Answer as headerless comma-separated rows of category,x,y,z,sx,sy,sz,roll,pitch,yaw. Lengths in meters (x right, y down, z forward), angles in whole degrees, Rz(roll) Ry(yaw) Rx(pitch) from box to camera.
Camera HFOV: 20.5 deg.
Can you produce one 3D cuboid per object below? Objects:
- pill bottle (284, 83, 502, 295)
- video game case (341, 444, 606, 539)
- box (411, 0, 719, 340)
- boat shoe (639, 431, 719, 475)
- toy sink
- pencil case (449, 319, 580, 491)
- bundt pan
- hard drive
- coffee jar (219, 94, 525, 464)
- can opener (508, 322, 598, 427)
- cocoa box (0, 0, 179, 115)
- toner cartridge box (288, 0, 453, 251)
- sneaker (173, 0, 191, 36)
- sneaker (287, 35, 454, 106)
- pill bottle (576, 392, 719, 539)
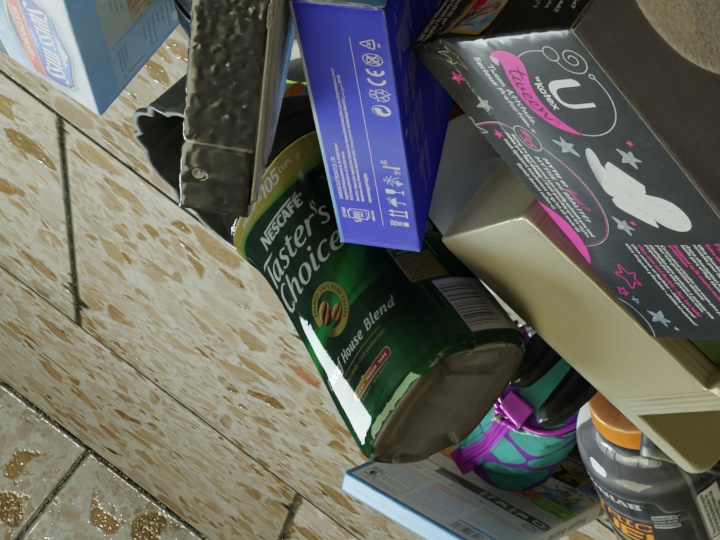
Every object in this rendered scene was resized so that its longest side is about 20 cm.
pill bottle,0.035,-0.050,1.199,0.199,0.112,0.112,22,156,39
video game case,0.101,0.165,1.518,0.143,0.200,0.018,26,116,32
box,0.146,-0.079,0.881,0.200,0.132,0.114,48,156,-27
boat shoe,0.252,0.118,1.184,0.200,0.066,0.072,24,-178,-17
toy sink,0.167,-0.003,1.028,0.200,0.131,0.112,43,161,-13
pencil case,0.120,0.099,1.421,0.085,0.092,0.200,58,168,14
bundt pan,-0.059,-0.070,1.386,0.201,0.076,0.202,35,162,13
hard drive,-0.044,-0.142,0.833,0.038,0.140,0.201,8,132,0
coffee jar,0.000,0.000,1.090,0.200,0.085,0.105,56,132,31
can opener,0.131,0.041,1.158,0.063,0.079,0.200,41,-153,-1
cocoa box,-0.176,-0.213,1.174,0.131,0.134,0.200,34,162,14
toner cartridge box,0.009,-0.099,0.907,0.043,0.095,0.200,6,151,10
sneaker,-0.025,-0.140,1.160,0.202,0.077,0.146,31,165,9
sneaker,0.018,-0.109,1.032,0.199,0.072,0.083,-8,118,29
pill bottle,0.203,0.125,1.308,0.106,0.106,0.200,25,157,35
